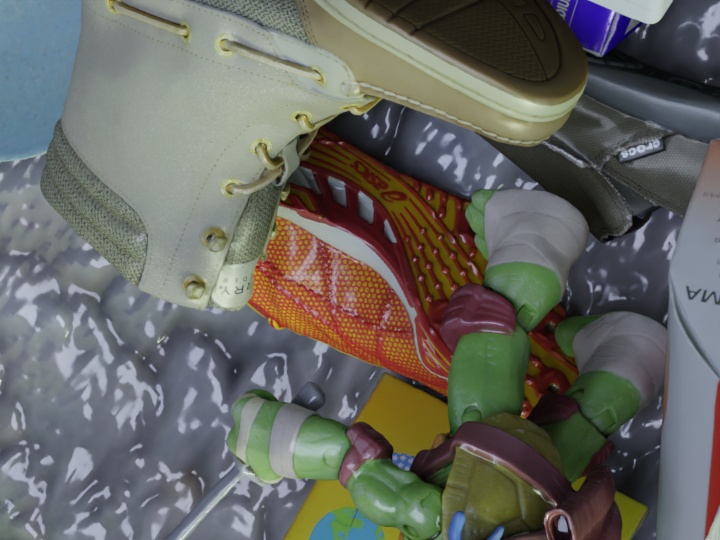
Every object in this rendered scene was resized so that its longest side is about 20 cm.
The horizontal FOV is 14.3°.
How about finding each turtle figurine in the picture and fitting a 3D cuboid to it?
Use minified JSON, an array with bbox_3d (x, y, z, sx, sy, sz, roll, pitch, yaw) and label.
[{"bbox_3d":[0.020,0.077,1.014,0.144,0.194,0.200,31,145,2],"label":"turtle figurine"}]

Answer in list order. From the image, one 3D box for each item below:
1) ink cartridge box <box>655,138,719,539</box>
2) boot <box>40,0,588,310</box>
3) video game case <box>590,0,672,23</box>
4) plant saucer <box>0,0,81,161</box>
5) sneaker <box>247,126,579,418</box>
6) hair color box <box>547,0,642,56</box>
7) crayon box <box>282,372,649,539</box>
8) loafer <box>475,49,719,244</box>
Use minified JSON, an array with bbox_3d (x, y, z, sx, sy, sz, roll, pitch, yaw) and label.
[{"bbox_3d":[0.113,0.079,0.975,0.050,0.200,0.163,13,134,16],"label":"ink cartridge box"},{"bbox_3d":[-0.023,-0.051,1.002,0.200,0.072,0.155,27,123,21],"label":"boot"},{"bbox_3d":[0.080,-0.179,0.988,0.143,0.200,0.018,24,145,15],"label":"video game case"},{"bbox_3d":[-0.146,-0.145,1.131,0.201,0.039,0.202,13,112,35],"label":"plant saucer"},{"bbox_3d":[0.000,0.000,1.112,0.200,0.073,0.077,36,142,7],"label":"sneaker"},{"bbox_3d":[0.024,-0.154,1.041,0.200,0.109,0.065,23,116,15],"label":"hair color box"},{"bbox_3d":[0.016,0.156,1.096,0.127,0.051,0.200,27,82,23],"label":"crayon box"},{"bbox_3d":[0.090,-0.044,1.056,0.199,0.075,0.070,19,101,16],"label":"loafer"}]
